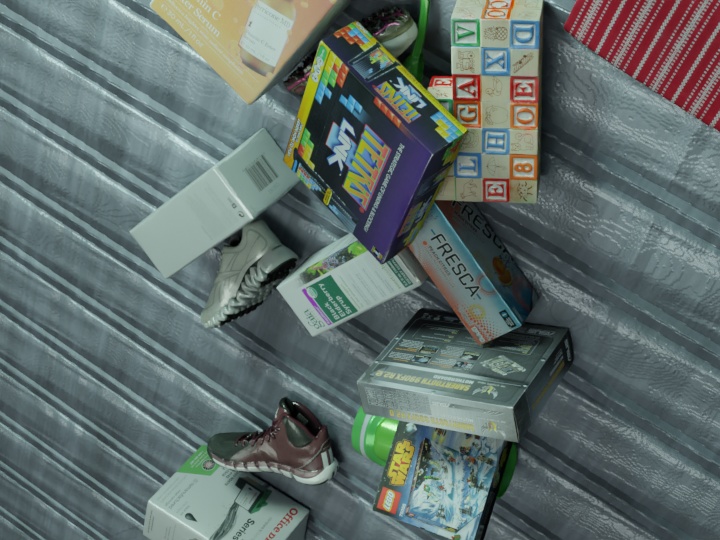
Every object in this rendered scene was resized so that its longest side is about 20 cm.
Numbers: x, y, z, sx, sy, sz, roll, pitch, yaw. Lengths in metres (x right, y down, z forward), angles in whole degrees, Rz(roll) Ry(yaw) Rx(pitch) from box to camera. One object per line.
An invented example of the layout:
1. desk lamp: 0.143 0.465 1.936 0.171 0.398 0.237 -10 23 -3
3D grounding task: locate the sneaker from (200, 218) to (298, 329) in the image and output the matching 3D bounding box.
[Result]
1. sneaker: -0.154 0.007 1.603 0.081 0.075 0.200 54 134 9

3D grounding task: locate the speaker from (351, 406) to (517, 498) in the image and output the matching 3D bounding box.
1. speaker: 0.091 0.221 1.563 0.199 0.088 0.089 15 128 27

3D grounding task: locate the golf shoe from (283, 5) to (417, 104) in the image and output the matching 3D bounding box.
1. golf shoe: 0.005 -0.213 1.329 0.092 0.073 0.200 49 145 -13

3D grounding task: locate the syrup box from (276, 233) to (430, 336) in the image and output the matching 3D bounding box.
1. syrup box: 0.000 0.000 1.472 0.199 0.081 0.079 -28 103 42

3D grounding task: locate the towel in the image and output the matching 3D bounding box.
1. towel: 0.296 -0.224 1.144 0.200 0.022 0.145 36 137 12

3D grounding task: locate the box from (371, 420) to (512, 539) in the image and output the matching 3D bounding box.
1. box: 0.107 0.213 1.488 0.136 0.201 0.040 15 173 26

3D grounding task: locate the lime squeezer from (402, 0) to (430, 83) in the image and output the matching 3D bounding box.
1. lime squeezer: 0.086 -0.197 1.312 0.070 0.038 0.201 -25 106 10

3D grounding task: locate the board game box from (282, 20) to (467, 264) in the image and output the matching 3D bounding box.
1. board game box: 0.009 -0.126 1.278 0.165 0.057 0.200 47 148 16

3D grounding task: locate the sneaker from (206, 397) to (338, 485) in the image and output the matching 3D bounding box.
1. sneaker: -0.125 0.222 1.736 0.199 0.076 0.116 6 120 19

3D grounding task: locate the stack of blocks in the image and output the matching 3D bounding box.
1. stack of blocks: 0.124 -0.169 1.255 0.114 0.059 0.201 3 124 11

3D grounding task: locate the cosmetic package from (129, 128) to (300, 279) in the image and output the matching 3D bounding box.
1. cosmetic package: -0.179 -0.079 1.522 0.200 0.113 0.081 -29 102 42

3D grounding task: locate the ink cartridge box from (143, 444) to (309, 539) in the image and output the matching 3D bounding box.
1. ink cartridge box: -0.194 0.370 1.829 0.199 0.146 0.085 28 132 15

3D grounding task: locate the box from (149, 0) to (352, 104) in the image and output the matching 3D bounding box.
1. box: -0.093 -0.301 1.285 0.152 0.106 0.200 44 129 -4

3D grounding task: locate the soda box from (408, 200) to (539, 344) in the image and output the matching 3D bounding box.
1. soda box: 0.111 -0.021 1.389 0.068 0.064 0.200 -28 103 39

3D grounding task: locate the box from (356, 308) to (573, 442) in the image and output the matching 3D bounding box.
1. box: 0.120 0.115 1.415 0.199 0.158 0.049 6 124 31
